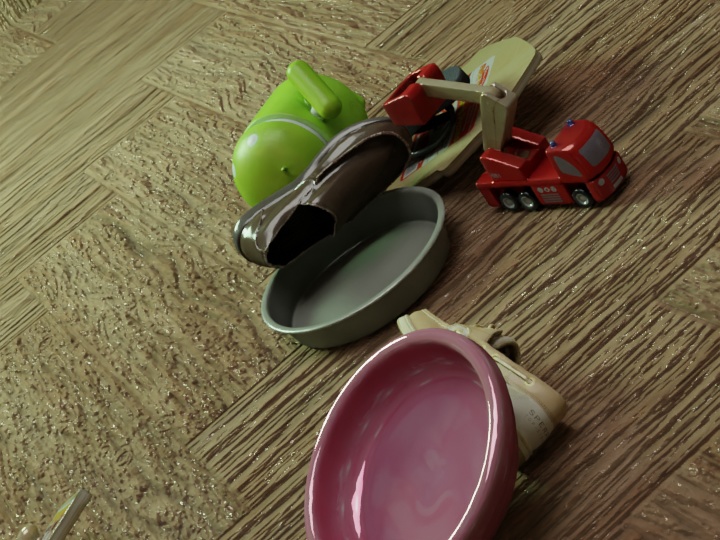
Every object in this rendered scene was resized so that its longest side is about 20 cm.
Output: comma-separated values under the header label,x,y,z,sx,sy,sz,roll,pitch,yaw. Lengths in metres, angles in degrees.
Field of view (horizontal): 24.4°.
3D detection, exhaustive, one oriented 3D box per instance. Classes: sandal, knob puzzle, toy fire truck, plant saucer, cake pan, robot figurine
label,x,y,z,sx,sy,sz,roll,pitch,yaw
sandal,0.056,-0.137,1.654,0.200,0.043,0.076,-42,11,51
knob puzzle,-0.295,0.268,1.362,0.220,0.030,0.220,-56,7,10
toy fire truck,0.127,-0.121,1.479,0.200,0.141,0.049,0,42,50
plant saucer,0.041,0.142,1.178,0.200,0.051,0.201,-30,47,38
knob puzzle,0.112,-0.154,1.652,0.220,0.030,0.220,-44,20,20
cake pan,0.000,0.000,1.547,0.200,0.037,0.200,-28,26,15
robot figurine,-0.061,-0.128,1.736,0.176,0.116,0.200,-60,1,39

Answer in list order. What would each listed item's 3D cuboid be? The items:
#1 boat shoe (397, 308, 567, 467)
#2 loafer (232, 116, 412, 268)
label,x,y,z,sx,sy,sz,roll,pitch,yaw
boat shoe,0.094,0.078,1.272,0.069,0.074,0.200,-35,35,-6
loafer,-0.026,-0.064,1.578,0.200,0.073,0.071,-40,36,2
